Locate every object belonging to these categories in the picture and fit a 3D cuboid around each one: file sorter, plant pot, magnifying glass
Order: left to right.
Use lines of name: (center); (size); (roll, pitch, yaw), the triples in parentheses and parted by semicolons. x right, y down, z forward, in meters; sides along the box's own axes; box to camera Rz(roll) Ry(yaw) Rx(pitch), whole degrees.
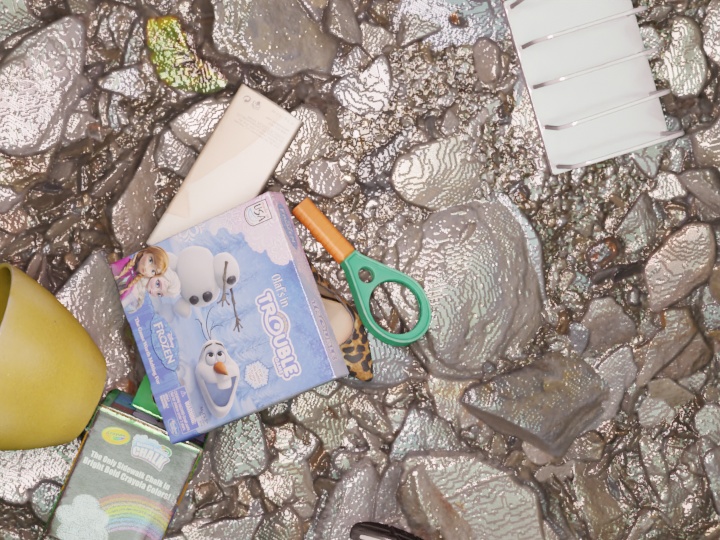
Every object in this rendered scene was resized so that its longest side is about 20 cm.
plant pot: (-0.355, 0.111, 1.601); (0.142, 0.200, 0.201); (26, 93, -25)
magnifying glass: (0.000, 0.000, 1.669); (0.200, 0.022, 0.080); (47, 64, 2)
file sorter: (0.254, -0.217, 1.623); (0.138, 0.125, 0.201); (-17, 96, -1)

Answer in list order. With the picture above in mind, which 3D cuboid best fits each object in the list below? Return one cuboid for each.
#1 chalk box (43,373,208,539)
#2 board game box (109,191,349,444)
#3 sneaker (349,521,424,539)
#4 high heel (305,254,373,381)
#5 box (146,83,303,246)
chalk box: (-0.243, 0.208, 1.635); (0.124, 0.124, 0.201); (25, 92, -4)
board game box: (-0.137, 0.050, 1.539); (0.198, 0.043, 0.201); (-23, 82, 17)
sneaker: (0.064, 0.366, 1.686); (0.200, 0.076, 0.116); (25, 91, -7)
high heel: (-0.046, 0.049, 1.620); (0.071, 0.143, 0.200); (-37, 96, -1)
box: (-0.145, -0.096, 1.629); (0.078, 0.095, 0.201); (32, 91, -4)
